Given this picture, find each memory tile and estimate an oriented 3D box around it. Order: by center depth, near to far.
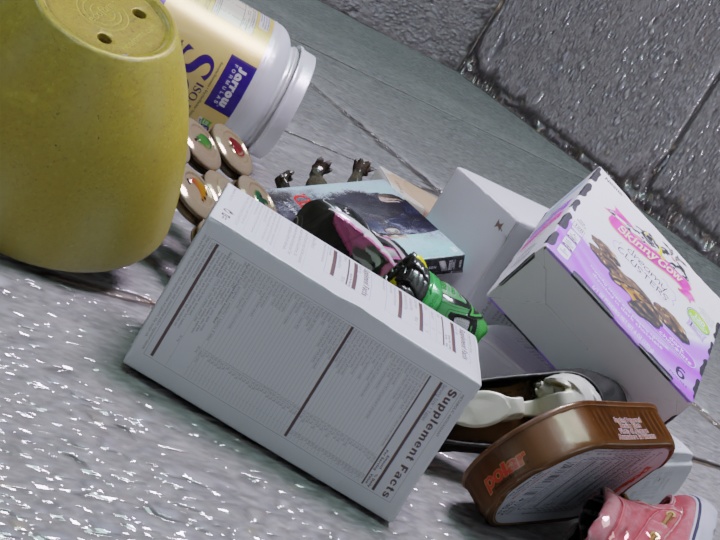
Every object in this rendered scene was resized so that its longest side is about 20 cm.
[{"bbox_3d":[-0.095,-0.035,1.308,0.153,0.017,0.201,7,54,-64],"label":"memory tile"}]

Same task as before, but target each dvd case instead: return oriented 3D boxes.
[{"bbox_3d":[-0.028,-0.031,1.461,0.198,0.022,0.146,-7,34,-30],"label":"dvd case"}]

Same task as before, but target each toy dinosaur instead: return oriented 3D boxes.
[{"bbox_3d":[-0.035,-0.053,1.569,0.198,0.077,0.103,19,39,-14],"label":"toy dinosaur"}]

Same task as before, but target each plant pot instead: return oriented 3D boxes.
[{"bbox_3d":[-0.194,-0.120,1.138,0.198,0.142,0.201,21,36,-16],"label":"plant pot"}]

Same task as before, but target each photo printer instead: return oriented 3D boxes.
[{"bbox_3d":[0.166,0.119,1.415,0.200,0.070,0.166,40,16,28],"label":"photo printer"}]

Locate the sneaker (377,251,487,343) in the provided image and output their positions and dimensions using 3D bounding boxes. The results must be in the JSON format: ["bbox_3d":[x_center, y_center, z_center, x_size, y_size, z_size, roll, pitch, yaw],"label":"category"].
[{"bbox_3d":[0.029,0.052,1.233,0.085,0.078,0.200,38,-16,-7],"label":"sneaker"}]

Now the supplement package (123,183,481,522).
[{"bbox_3d":[-0.034,0.051,1.088,0.199,0.114,0.110,32,13,-6],"label":"supplement package"}]

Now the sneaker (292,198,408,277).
[{"bbox_3d":[0.000,0.000,1.350,0.200,0.080,0.087,53,18,-47],"label":"sneaker"}]

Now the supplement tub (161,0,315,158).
[{"bbox_3d":[-0.161,-0.217,1.748,0.199,0.146,0.146,28,13,-15],"label":"supplement tub"}]

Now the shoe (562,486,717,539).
[{"bbox_3d":[0.203,0.189,1.234,0.091,0.072,0.200,36,16,4],"label":"shoe"}]

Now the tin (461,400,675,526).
[{"bbox_3d":[0.151,0.139,1.201,0.199,0.112,0.042,7,51,-54],"label":"tin"}]

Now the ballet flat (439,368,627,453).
[{"bbox_3d":[0.118,0.107,1.230,0.198,0.069,0.068,-3,-8,-21],"label":"ballet flat"}]

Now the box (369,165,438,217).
[{"bbox_3d":[0.088,-0.018,1.743,0.199,0.078,0.095,28,13,-19],"label":"box"}]

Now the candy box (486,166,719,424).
[{"bbox_3d":[0.206,0.025,1.377,0.168,0.071,0.200,46,29,-2],"label":"candy box"}]

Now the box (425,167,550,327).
[{"bbox_3d":[0.142,0.020,1.552,0.199,0.153,0.106,22,16,-40],"label":"box"}]
